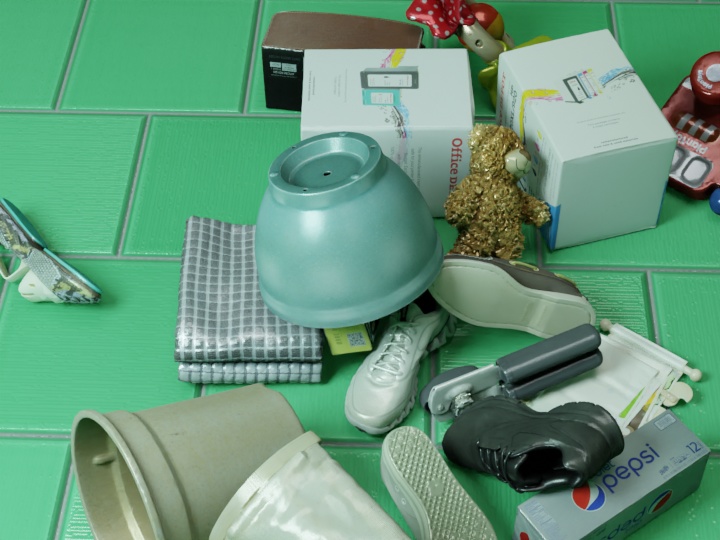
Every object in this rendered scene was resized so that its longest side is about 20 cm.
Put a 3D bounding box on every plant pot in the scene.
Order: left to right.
[{"bbox_3d":[-0.148,0.198,1.237,0.182,0.202,0.201,-18,50,-29],"label":"plant pot"},{"bbox_3d":[-0.024,-0.056,1.341,0.198,0.135,0.201,-11,34,7],"label":"plant pot"}]

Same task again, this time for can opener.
[{"bbox_3d":[0.157,0.103,1.371,0.198,0.053,0.067,-19,40,-6],"label":"can opener"}]

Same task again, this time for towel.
[{"bbox_3d":[-0.121,0.027,1.440,0.163,0.086,0.201,-2,48,-2],"label":"towel"}]

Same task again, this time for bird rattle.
[{"bbox_3d":[0.146,-0.305,1.694,0.199,0.113,0.163,32,21,-10],"label":"bird rattle"}]

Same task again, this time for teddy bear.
[{"bbox_3d":[0.150,-0.061,1.455,0.067,0.144,0.202,2,65,61],"label":"teddy bear"}]

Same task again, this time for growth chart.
[{"bbox_3d":[0.256,0.132,1.385,0.199,0.018,0.144,-36,57,-27],"label":"growth chart"}]

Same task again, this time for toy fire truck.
[{"bbox_3d":[0.443,-0.152,1.586,0.199,0.112,0.168,34,81,28],"label":"toy fire truck"}]

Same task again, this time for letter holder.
[{"bbox_3d":[-0.015,-0.283,1.702,0.197,0.101,0.143,7,47,8],"label":"letter holder"}]

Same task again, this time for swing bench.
[{"bbox_3d":[-0.024,0.286,1.133,0.129,0.201,0.199,-33,55,-25],"label":"swing bench"}]

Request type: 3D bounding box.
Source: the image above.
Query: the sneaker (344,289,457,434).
[{"bbox_3d":[0.040,0.084,1.391,0.074,0.081,0.201,20,53,16],"label":"sneaker"}]

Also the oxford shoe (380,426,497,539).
[{"bbox_3d":[0.078,0.245,1.268,0.075,0.058,0.201,-19,66,-24],"label":"oxford shoe"}]

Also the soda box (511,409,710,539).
[{"bbox_3d":[0.243,0.220,1.274,0.199,0.069,0.063,-28,54,-21],"label":"soda box"}]

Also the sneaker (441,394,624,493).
[{"bbox_3d":[0.151,0.172,1.264,0.199,0.077,0.091,-10,21,44],"label":"sneaker"}]

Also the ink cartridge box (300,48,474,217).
[{"bbox_3d":[0.032,-0.163,1.563,0.197,0.148,0.147,0,48,0],"label":"ink cartridge box"}]

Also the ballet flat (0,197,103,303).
[{"bbox_3d":[-0.371,-0.004,1.496,0.072,0.072,0.200,-35,56,-26],"label":"ballet flat"}]

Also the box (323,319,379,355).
[{"bbox_3d":[0.000,0.000,1.439,0.050,0.076,0.201,-7,33,17],"label":"box"}]

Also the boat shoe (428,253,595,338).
[{"bbox_3d":[0.158,0.021,1.410,0.198,0.072,0.060,15,29,-18],"label":"boat shoe"}]

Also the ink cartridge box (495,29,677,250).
[{"bbox_3d":[0.259,-0.157,1.552,0.143,0.148,0.201,-13,49,-10],"label":"ink cartridge box"}]
